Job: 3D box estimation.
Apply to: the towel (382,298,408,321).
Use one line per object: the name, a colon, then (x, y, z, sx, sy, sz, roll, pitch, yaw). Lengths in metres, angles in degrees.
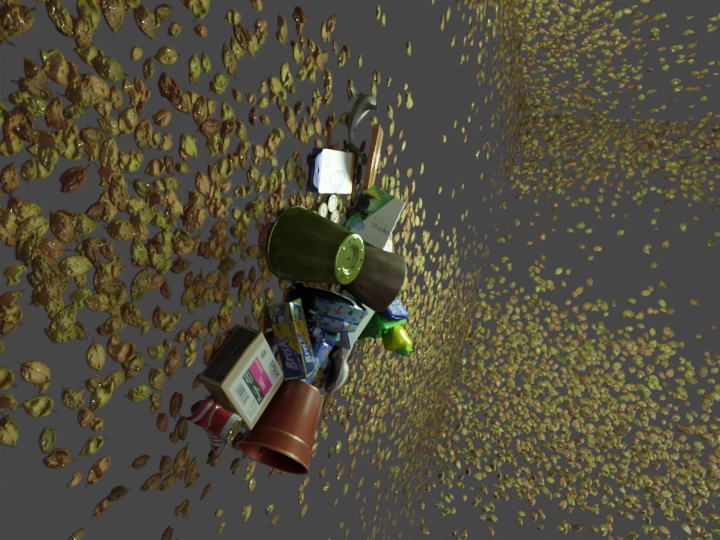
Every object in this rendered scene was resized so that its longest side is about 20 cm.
towel: (0.088, 0.083, 1.764, 0.049, 0.201, 0.147, -37, 162, 18)

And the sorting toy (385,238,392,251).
sorting toy: (0.047, -0.052, 1.713, 0.185, 0.036, 0.202, 29, 57, -52)

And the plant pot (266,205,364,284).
plant pot: (-0.101, -0.050, 1.288, 0.200, 0.192, 0.202, -32, 130, -50)

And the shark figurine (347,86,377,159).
shark figurine: (0.009, -0.446, 1.476, 0.128, 0.089, 0.216, 46, 58, -58)

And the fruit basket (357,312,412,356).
fruit basket: (0.088, 0.223, 1.791, 0.216, 0.155, 0.217, 43, 32, -36)

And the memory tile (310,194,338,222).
memory tile: (-0.102, -0.108, 1.478, 0.153, 0.017, 0.201, -49, 142, -45)

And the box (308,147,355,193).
box: (-0.084, -0.277, 1.416, 0.200, 0.041, 0.120, -12, 112, -59)

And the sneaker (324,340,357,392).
sneaker: (-0.080, 0.298, 1.647, 0.074, 0.080, 0.201, 26, 75, -34)

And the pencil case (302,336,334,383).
pencil case: (-0.148, 0.263, 1.474, 0.201, 0.078, 0.087, -58, 177, -35)

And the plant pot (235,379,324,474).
plant pot: (-0.197, 0.402, 1.335, 0.201, 0.199, 0.196, 70, 33, -48)

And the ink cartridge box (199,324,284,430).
ink cartridge box: (-0.278, 0.259, 1.219, 0.165, 0.075, 0.201, -57, 147, -35)

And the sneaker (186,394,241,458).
sneaker: (-0.341, 0.357, 1.162, 0.071, 0.112, 0.200, -54, 175, -43)

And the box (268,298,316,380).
box: (-0.176, 0.180, 1.313, 0.064, 0.070, 0.202, -25, 104, -69)

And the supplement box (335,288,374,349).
supplement box: (-0.038, 0.140, 1.617, 0.200, 0.101, 0.104, -53, 145, -40)

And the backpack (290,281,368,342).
backpack: (-0.087, 0.126, 1.402, 0.182, 0.199, 0.136, 31, 73, -63)

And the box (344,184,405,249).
box: (0.042, -0.168, 1.606, 0.201, 0.144, 0.036, -65, -175, -26)

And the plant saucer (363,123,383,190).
plant saucer: (0.041, -0.346, 1.549, 0.200, 0.032, 0.202, 11, 90, -89)

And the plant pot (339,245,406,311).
plant pot: (0.000, 0.000, 1.497, 0.199, 0.187, 0.188, 25, 76, -27)
